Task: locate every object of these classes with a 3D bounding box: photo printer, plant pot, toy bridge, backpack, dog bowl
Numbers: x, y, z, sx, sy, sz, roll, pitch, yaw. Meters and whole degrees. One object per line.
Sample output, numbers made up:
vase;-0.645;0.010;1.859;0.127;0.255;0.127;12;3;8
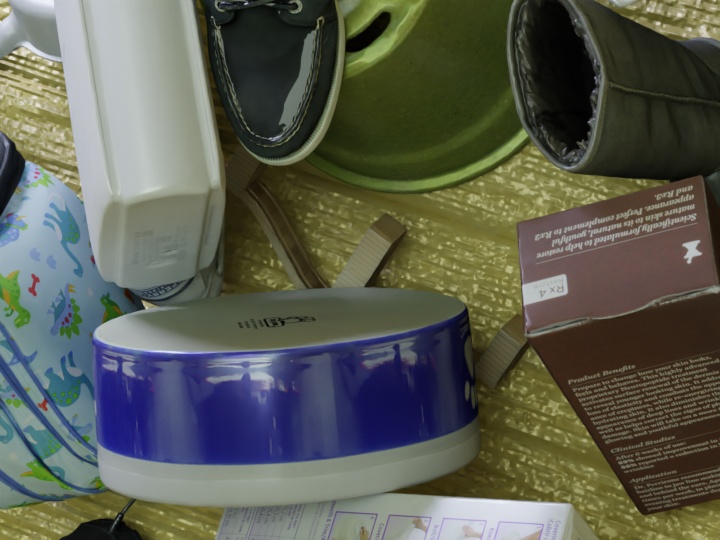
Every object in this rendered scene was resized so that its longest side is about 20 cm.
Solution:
photo printer;-0.118;-0.108;1.504;0.069;0.166;0.200;-8;75;-8
plant pot;0.003;-0.149;1.544;0.200;0.184;0.201;-1;85;17
toy bridge;0.000;0.000;1.600;0.200;0.027;0.067;37;122;7
backpack;-0.191;0.037;1.590;0.153;0.163;0.200;-4;118;18
dog bowl;-0.039;0.063;1.506;0.200;0.200;0.079;-1;99;17

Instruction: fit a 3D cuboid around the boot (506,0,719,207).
boot;0.156;-0.054;1.477;0.072;0.200;0.182;-27;77;20

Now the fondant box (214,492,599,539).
fondant box;0.040;0.171;1.470;0.200;0.144;0.058;0;57;31

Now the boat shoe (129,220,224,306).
boat shoe;-0.115;-0.065;1.637;0.073;0.065;0.200;-17;60;23

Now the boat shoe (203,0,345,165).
boat shoe;-0.048;-0.154;1.429;0.074;0.066;0.200;3;86;18

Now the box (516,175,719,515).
box;0.156;0.042;1.468;0.100;0.200;0.075;-14;56;15

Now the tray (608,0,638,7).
tray;0.158;-0.200;1.519;0.107;0.200;0.022;47;139;14

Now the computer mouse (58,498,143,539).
computer mouse;-0.126;0.139;1.643;0.059;0.034;0.200;32;91;44

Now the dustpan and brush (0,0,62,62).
dustpan and brush;-0.179;-0.157;1.664;0.200;0.057;0.140;-28;53;6
